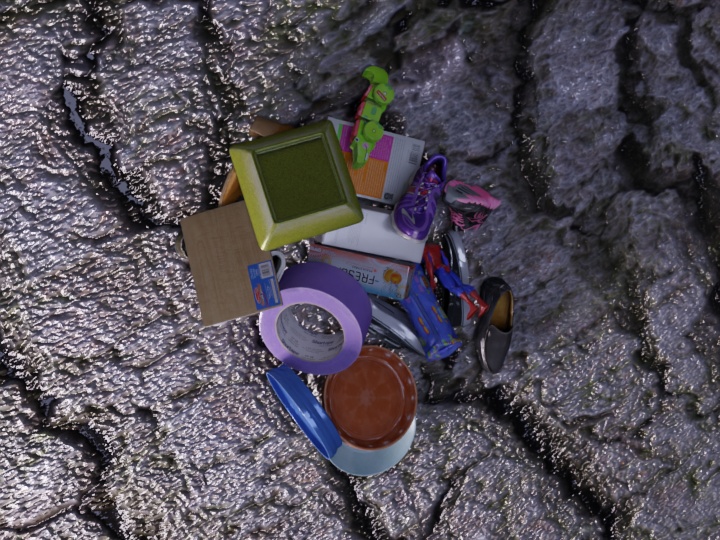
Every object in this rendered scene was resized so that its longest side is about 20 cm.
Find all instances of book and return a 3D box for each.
[{"bbox_3d":[0.015,-0.204,1.725,0.198,0.048,0.135,12,94,-18],"label":"book"}]

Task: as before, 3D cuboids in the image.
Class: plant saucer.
[{"bbox_3d":[0.016,0.247,1.767,0.198,0.032,0.203,4,79,-23],"label":"plant saucer"},{"bbox_3d":[0.013,0.312,1.831,0.199,0.039,0.203,-3,102,-14],"label":"plant saucer"},{"bbox_3d":[-0.110,-0.159,1.609,0.198,0.048,0.202,-17,83,-13],"label":"plant saucer"}]

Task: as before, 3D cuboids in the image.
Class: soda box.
[{"bbox_3d":[0.000,0.000,1.706,0.198,0.064,0.069,14,98,14],"label":"soda box"}]

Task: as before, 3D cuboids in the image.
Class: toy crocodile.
[{"bbox_3d":[0.015,-0.282,1.671,0.061,0.067,0.202,18,76,-11],"label":"toy crocodile"}]

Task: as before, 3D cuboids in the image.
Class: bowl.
[{"bbox_3d":[-0.103,0.262,1.706,0.039,0.200,0.202,-35,108,-14],"label":"bowl"}]

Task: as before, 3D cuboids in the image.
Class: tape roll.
[{"bbox_3d":[-0.083,0.090,1.685,0.198,0.085,0.202,7,124,11],"label":"tape roll"}]

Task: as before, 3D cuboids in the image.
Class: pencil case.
[{"bbox_3d":[0.119,0.076,1.752,0.078,0.087,0.201,-30,81,10],"label":"pencil case"}]

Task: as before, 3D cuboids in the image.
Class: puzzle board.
[{"bbox_3d":[-0.230,-0.015,1.621,0.149,0.017,0.202,-15,84,7],"label":"puzzle board"}]

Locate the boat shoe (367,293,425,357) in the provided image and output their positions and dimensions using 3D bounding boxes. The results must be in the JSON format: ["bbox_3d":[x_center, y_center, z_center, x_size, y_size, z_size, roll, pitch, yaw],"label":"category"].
[{"bbox_3d":[0.066,0.121,1.799,0.199,0.072,0.071,36,113,-20],"label":"boat shoe"}]

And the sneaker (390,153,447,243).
[{"bbox_3d":[0.112,-0.138,1.665,0.080,0.084,0.201,22,54,-6],"label":"sneaker"}]

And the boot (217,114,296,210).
[{"bbox_3d":[-0.164,-0.172,1.663,0.143,0.071,0.203,25,85,-8],"label":"boot"}]

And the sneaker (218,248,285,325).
[{"bbox_3d":[-0.217,0.030,1.673,0.074,0.116,0.200,40,90,-20],"label":"sneaker"}]

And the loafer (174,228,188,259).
[{"bbox_3d":[-0.244,-0.069,1.668,0.198,0.070,0.076,-19,105,-11],"label":"loafer"}]

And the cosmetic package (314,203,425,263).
[{"bbox_3d":[0.018,-0.079,1.718,0.198,0.108,0.086,12,97,-15],"label":"cosmetic package"}]

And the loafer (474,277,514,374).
[{"bbox_3d":[0.276,0.119,1.845,0.072,0.072,0.202,-6,103,-15],"label":"loafer"}]

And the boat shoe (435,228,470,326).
[{"bbox_3d":[0.180,0.020,1.803,0.056,0.069,0.202,-11,106,-12],"label":"boat shoe"}]

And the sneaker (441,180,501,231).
[{"bbox_3d":[0.201,-0.114,1.736,0.079,0.199,0.096,40,107,24],"label":"sneaker"}]

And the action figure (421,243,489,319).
[{"bbox_3d":[0.162,0.010,1.738,0.065,0.201,0.052,-11,146,-44],"label":"action figure"}]
